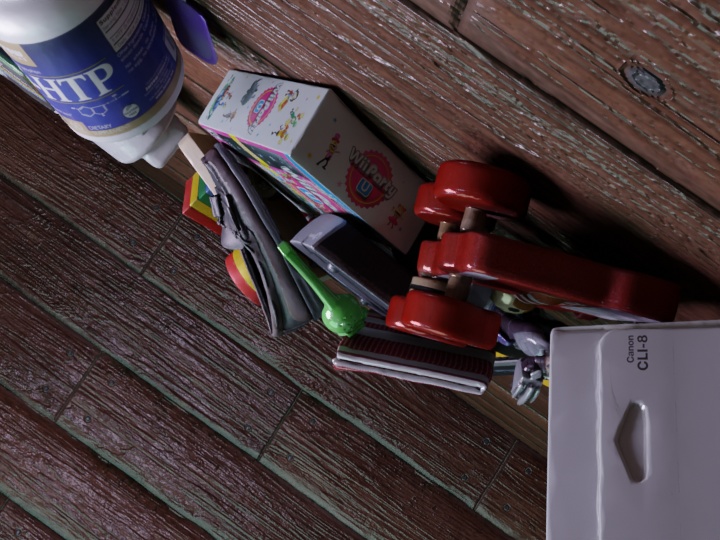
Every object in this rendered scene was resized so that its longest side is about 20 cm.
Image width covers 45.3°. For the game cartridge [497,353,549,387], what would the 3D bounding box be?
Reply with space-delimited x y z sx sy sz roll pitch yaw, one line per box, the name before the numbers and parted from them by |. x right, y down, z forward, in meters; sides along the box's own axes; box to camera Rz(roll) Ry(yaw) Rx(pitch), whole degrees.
game cartridge | 0.186 0.089 1.109 0.175 0.033 0.199 39 175 -30

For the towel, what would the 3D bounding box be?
towel | 0.060 0.075 0.832 0.140 0.023 0.200 10 -169 10

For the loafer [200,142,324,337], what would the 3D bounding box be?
loafer | -0.104 -0.023 0.836 0.202 0.062 0.072 60 174 -21

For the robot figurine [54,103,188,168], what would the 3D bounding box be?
robot figurine | -0.306 -0.212 1.059 0.199 0.114 0.169 40 178 -35

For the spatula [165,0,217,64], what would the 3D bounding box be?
spatula | -0.158 -0.223 0.656 0.056 0.021 0.200 37 174 23

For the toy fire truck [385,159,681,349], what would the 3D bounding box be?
toy fire truck | 0.114 0.007 0.616 0.164 0.115 0.200 16 175 -4

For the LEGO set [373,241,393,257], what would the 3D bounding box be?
LEGO set | 0.032 0.024 1.017 0.199 0.117 0.153 39 172 -28

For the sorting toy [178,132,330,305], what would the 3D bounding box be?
sorting toy | -0.126 -0.053 0.999 0.202 0.069 0.199 53 -168 3

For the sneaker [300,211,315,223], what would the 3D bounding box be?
sneaker | -0.047 -0.058 1.133 0.195 0.116 0.071 5 177 -12

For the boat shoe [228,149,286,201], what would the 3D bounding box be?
boat shoe | -0.100 -0.112 0.953 0.072 0.066 0.200 31 172 23

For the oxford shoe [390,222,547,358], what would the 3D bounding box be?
oxford shoe | 0.106 0.006 0.824 0.199 0.071 0.072 42 -169 -18

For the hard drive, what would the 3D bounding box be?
hard drive | 0.000 0.000 0.789 0.134 0.043 0.200 37 176 -9

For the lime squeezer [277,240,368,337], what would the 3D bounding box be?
lime squeezer | -0.024 0.033 0.793 0.070 0.038 0.200 35 176 20

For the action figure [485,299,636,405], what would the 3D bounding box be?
action figure | 0.162 0.062 0.704 0.127 0.071 0.199 -3 -163 -26

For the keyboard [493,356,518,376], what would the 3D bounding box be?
keyboard | 0.180 0.106 0.965 0.125 0.021 0.197 15 163 -42

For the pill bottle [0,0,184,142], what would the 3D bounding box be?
pill bottle | -0.228 -0.205 0.674 0.118 0.121 0.201 31 164 26

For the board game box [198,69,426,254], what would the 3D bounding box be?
board game box | -0.042 -0.100 0.766 0.147 0.065 0.199 38 172 -34

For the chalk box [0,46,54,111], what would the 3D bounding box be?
chalk box | -0.311 -0.251 0.793 0.124 0.125 0.200 36 172 -8

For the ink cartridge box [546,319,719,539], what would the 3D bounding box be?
ink cartridge box | 0.203 0.138 0.543 0.141 0.148 0.200 -4 152 22
